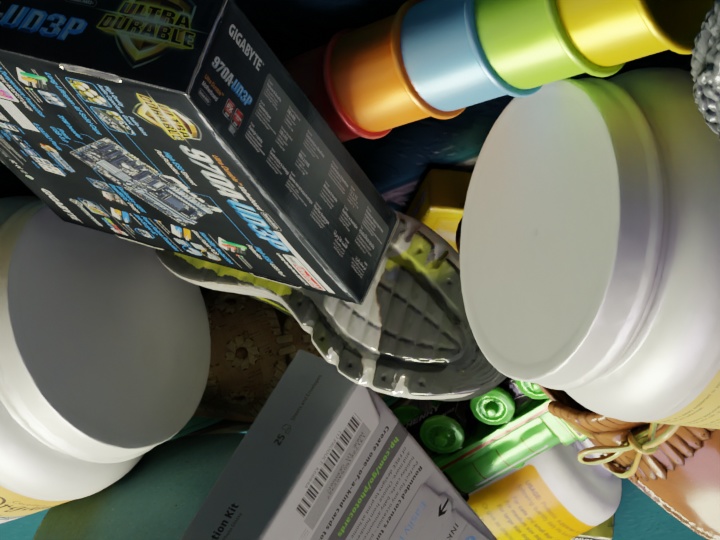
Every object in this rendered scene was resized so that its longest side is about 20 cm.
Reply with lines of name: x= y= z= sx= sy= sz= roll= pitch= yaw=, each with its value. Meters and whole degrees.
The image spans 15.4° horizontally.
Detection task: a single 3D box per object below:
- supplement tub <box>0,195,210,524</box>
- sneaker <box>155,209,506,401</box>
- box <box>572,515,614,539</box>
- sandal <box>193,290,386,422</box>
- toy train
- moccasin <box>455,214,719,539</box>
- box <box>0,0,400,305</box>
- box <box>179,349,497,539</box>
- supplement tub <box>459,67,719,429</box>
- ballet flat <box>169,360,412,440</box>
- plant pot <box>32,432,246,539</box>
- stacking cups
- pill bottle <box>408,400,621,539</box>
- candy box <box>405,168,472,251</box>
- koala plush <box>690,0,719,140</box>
supplement tub: x=-0.182 y=0.049 z=1.268 sx=0.144 sy=0.145 sz=0.200 roll=23 pitch=149 yaw=-39
sneaker: x=0.000 y=0.000 z=1.191 sx=0.200 sy=0.075 sz=0.084 roll=29 pitch=-169 yaw=35
box: x=0.109 y=0.154 z=1.581 sx=0.050 sy=0.076 sz=0.200 roll=6 pitch=157 yaw=-5
sandal: x=-0.074 y=0.045 z=1.318 sx=0.211 sy=0.078 sz=0.070 roll=-4 pitch=-173 yaw=22
toy train: x=0.091 y=0.060 z=1.285 sx=0.200 sy=0.042 sz=0.056 roll=-32 pitch=112 yaw=30
moccasin: x=0.116 y=0.049 z=1.196 sx=0.073 sy=0.078 sz=0.202 roll=-26 pitch=111 yaw=28
box: x=-0.090 y=-0.061 z=1.075 sx=0.158 sy=0.046 sz=0.200 roll=15 pitch=163 yaw=27
box: x=-0.016 y=0.150 z=1.233 sx=0.041 sy=0.156 sz=0.200 roll=22 pitch=163 yaw=34
supplement tub: x=0.157 y=-0.006 z=1.106 sx=0.199 sy=0.146 sz=0.145 roll=7 pitch=156 yaw=-28
ballet flat: x=-0.050 y=0.052 z=1.383 sx=0.199 sy=0.070 sz=0.069 roll=-9 pitch=154 yaw=23
plant pot: x=-0.086 y=0.162 z=1.300 sx=0.134 sy=0.201 sz=0.200 roll=21 pitch=169 yaw=33
stacking cups: x=0.047 y=-0.092 z=1.060 sx=0.199 sy=0.061 sz=0.060 roll=-14 pitch=152 yaw=42
pill bottle: x=0.060 y=0.105 z=1.392 sx=0.200 sy=0.110 sz=0.109 roll=-30 pitch=146 yaw=18
candy box: x=0.116 y=-0.006 z=1.276 sx=0.199 sy=0.027 sz=0.102 roll=6 pitch=152 yaw=-11
koala plush: x=0.248 y=-0.092 z=0.924 sx=0.177 sy=0.184 sz=0.200 roll=-7 pitch=136 yaw=-32
